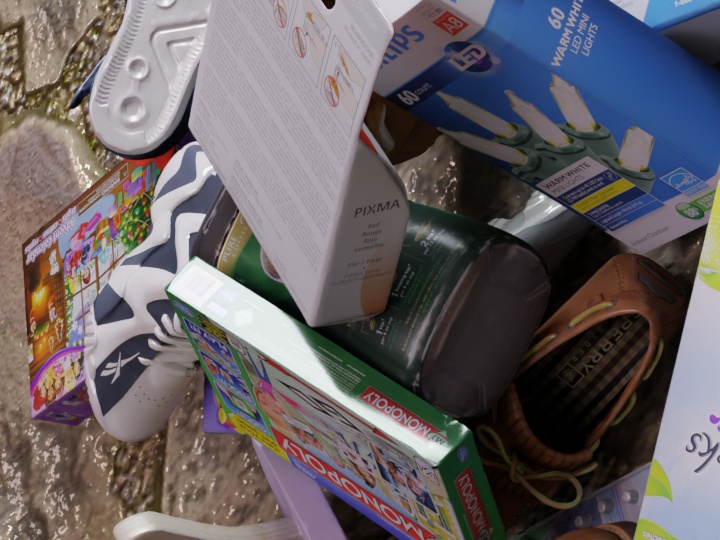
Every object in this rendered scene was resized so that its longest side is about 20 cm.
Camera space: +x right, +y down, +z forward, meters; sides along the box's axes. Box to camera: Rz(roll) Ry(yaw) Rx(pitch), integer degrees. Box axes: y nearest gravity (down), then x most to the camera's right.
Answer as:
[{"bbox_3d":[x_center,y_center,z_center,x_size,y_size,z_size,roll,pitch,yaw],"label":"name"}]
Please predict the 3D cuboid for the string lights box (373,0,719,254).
[{"bbox_3d":[0.099,-0.092,1.309,0.103,0.200,0.059,-31,34,57],"label":"string lights box"}]

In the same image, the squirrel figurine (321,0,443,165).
[{"bbox_3d":[-0.004,-0.156,1.452,0.141,0.200,0.187,16,86,43],"label":"squirrel figurine"}]

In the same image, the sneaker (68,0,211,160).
[{"bbox_3d":[-0.106,-0.161,1.634,0.200,0.081,0.146,-61,2,5],"label":"sneaker"}]

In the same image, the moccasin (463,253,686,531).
[{"bbox_3d":[0.101,0.081,1.390,0.074,0.078,0.201,42,119,-5],"label":"moccasin"}]

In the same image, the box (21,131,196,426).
[{"bbox_3d":[-0.158,0.003,1.741,0.200,0.039,0.137,-35,52,43],"label":"box"}]

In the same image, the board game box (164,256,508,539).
[{"bbox_3d":[-0.010,0.083,1.388,0.200,0.135,0.029,31,66,33],"label":"board game box"}]

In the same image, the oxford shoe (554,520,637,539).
[{"bbox_3d":[0.075,0.202,1.384,0.200,0.071,0.071,-57,48,33],"label":"oxford shoe"}]

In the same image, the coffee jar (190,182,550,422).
[{"bbox_3d":[0.000,0.000,1.404,0.200,0.085,0.104,27,88,41],"label":"coffee jar"}]

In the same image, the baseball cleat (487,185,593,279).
[{"bbox_3d":[0.076,0.030,1.455,0.200,0.070,0.106,-36,93,28],"label":"baseball cleat"}]

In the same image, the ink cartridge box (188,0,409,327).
[{"bbox_3d":[-0.023,-0.097,1.299,0.162,0.050,0.200,57,145,35],"label":"ink cartridge box"}]

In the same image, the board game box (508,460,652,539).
[{"bbox_3d":[0.147,0.208,1.369,0.200,0.026,0.200,-34,61,43],"label":"board game box"}]

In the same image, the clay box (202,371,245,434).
[{"bbox_3d":[-0.019,0.044,1.572,0.200,0.048,0.115,-3,84,51],"label":"clay box"}]

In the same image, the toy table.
[{"bbox_3d":[-0.059,0.187,1.492,0.184,0.117,0.200,68,172,-27],"label":"toy table"}]

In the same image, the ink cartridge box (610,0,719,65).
[{"bbox_3d":[0.166,-0.213,1.342,0.145,0.084,0.200,-18,73,50],"label":"ink cartridge box"}]

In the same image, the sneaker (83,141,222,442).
[{"bbox_3d":[-0.096,0.035,1.565,0.199,0.079,0.130,-61,34,13],"label":"sneaker"}]

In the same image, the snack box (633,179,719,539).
[{"bbox_3d":[0.229,0.071,1.232,0.169,0.068,0.200,17,97,44],"label":"snack box"}]
